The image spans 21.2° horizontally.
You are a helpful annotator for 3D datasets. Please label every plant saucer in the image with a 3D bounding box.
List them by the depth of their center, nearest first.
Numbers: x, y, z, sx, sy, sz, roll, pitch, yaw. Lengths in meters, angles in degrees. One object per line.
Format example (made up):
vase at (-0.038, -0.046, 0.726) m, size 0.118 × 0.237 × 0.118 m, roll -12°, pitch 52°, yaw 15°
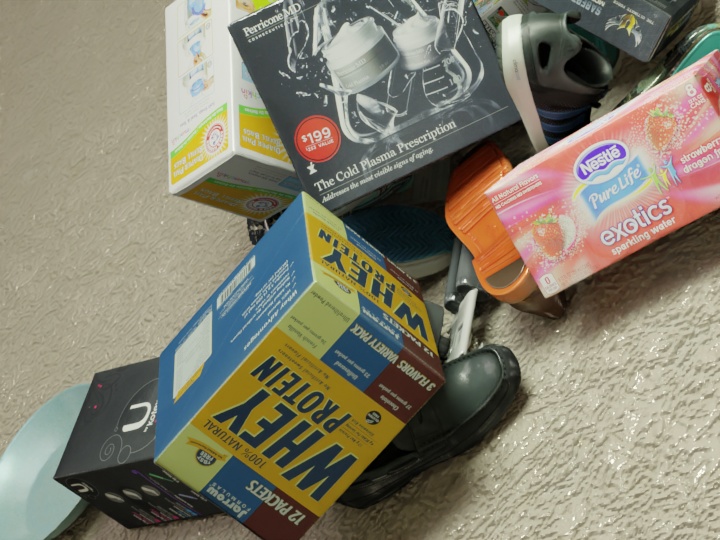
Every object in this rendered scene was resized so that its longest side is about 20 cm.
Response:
plant saucer at (-0.311, 0.211, 1.971) m, size 0.201 × 0.039 × 0.202 m, roll -33°, pitch 35°, yaw 27°

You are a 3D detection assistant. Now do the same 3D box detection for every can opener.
can opener at (0.083, 0.010, 1.647) m, size 0.053 × 0.066 × 0.201 m, roll -53°, pitch 16°, yaw 50°

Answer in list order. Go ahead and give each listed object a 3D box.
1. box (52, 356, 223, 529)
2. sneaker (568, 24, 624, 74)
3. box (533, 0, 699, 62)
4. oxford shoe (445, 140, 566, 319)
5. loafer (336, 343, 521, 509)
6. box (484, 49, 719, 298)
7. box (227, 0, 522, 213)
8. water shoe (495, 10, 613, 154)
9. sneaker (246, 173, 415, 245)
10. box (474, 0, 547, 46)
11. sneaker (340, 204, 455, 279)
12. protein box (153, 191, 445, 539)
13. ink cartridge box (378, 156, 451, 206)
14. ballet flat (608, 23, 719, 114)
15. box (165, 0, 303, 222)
box at (-0.174, 0.155, 1.788) m, size 0.200 × 0.106 × 0.123 m, roll -17°, pitch 45°, yaw 44°
sneaker at (0.158, -0.178, 1.721) m, size 0.080 × 0.078 × 0.200 m, roll -35°, pitch 7°, yaw -40°
box at (0.184, -0.258, 1.624) m, size 0.051 × 0.199 × 0.158 m, roll -63°, pitch -9°, yaw 28°
oxford shoe at (0.125, -0.032, 1.628) m, size 0.071 × 0.073 × 0.200 m, roll -38°, pitch 38°, yaw 23°
loafer at (0.044, 0.127, 1.562) m, size 0.200 × 0.070 × 0.068 m, roll -38°, pitch 56°, yaw 21°
box at (0.212, -0.075, 1.501) m, size 0.200 × 0.103 × 0.095 m, roll -29°, pitch 4°, yaw 28°
box at (0.014, -0.169, 1.653) m, size 0.199 × 0.183 × 0.104 m, roll -26°, pitch 2°, yaw 3°
water shoe at (0.175, -0.143, 1.590) m, size 0.079 × 0.200 × 0.072 m, roll -8°, pitch 62°, yaw 21°
sneaker at (-0.029, -0.064, 1.804) m, size 0.200 × 0.086 × 0.078 m, roll -21°, pitch 68°, yaw 45°
box at (0.133, -0.246, 1.800) m, size 0.110 × 0.035 × 0.200 m, roll -38°, pitch 10°, yaw 13°
sneaker at (0.000, 0.000, 1.762) m, size 0.199 × 0.081 × 0.077 m, roll -13°, pitch 42°, yaw 18°
protein box at (-0.054, 0.079, 1.552) m, size 0.199 × 0.135 × 0.200 m, roll -48°, pitch 18°, yaw 14°
ink cartridge box at (0.008, -0.093, 1.890) m, size 0.199 × 0.047 × 0.161 m, roll -13°, pitch 45°, yaw 23°
ballet flat at (0.242, -0.123, 1.597) m, size 0.200 × 0.074 × 0.074 m, roll -43°, pitch 32°, yaw 9°
box at (-0.107, -0.162, 1.769) m, size 0.101 × 0.112 × 0.201 m, roll -28°, pitch 56°, yaw 43°
